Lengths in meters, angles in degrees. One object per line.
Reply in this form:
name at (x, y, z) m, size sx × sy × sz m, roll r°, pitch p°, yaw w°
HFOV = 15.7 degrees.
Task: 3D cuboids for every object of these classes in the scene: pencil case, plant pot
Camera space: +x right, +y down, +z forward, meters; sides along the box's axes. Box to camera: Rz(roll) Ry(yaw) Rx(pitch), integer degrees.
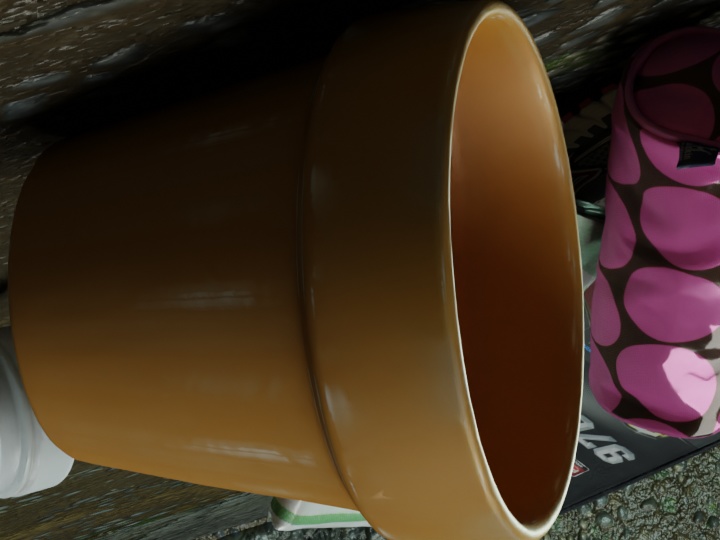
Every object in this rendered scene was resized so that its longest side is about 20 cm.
pencil case at (0.156, -0.010, 1.206) m, size 0.201 × 0.093 × 0.091 m, roll 90°, pitch 25°, yaw -46°
plant pot at (-0.026, 0.006, 0.991) m, size 0.182 × 0.201 × 0.200 m, roll -4°, pitch 176°, yaw 18°

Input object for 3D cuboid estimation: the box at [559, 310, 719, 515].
box at (0.111, 0.054, 1.558) m, size 0.200 × 0.046 × 0.159 m, roll 38°, pitch 134°, yaw -26°

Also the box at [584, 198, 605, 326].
box at (0.209, -0.039, 1.382) m, size 0.199 × 0.110 × 0.128 m, roll -19°, pitch 171°, yaw 12°

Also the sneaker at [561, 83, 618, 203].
sneaker at (0.175, -0.068, 1.250) m, size 0.199 × 0.075 × 0.081 m, roll -21°, pitch 171°, yaw 26°

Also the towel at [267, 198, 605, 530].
towel at (0.046, 0.047, 1.246) m, size 0.200 × 0.023 × 0.152 m, roll -51°, pitch 157°, yaw 14°

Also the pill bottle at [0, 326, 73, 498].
pill bottle at (-0.240, 0.083, 1.234) m, size 0.199 × 0.112 × 0.111 m, roll -11°, pitch 169°, yaw -35°
